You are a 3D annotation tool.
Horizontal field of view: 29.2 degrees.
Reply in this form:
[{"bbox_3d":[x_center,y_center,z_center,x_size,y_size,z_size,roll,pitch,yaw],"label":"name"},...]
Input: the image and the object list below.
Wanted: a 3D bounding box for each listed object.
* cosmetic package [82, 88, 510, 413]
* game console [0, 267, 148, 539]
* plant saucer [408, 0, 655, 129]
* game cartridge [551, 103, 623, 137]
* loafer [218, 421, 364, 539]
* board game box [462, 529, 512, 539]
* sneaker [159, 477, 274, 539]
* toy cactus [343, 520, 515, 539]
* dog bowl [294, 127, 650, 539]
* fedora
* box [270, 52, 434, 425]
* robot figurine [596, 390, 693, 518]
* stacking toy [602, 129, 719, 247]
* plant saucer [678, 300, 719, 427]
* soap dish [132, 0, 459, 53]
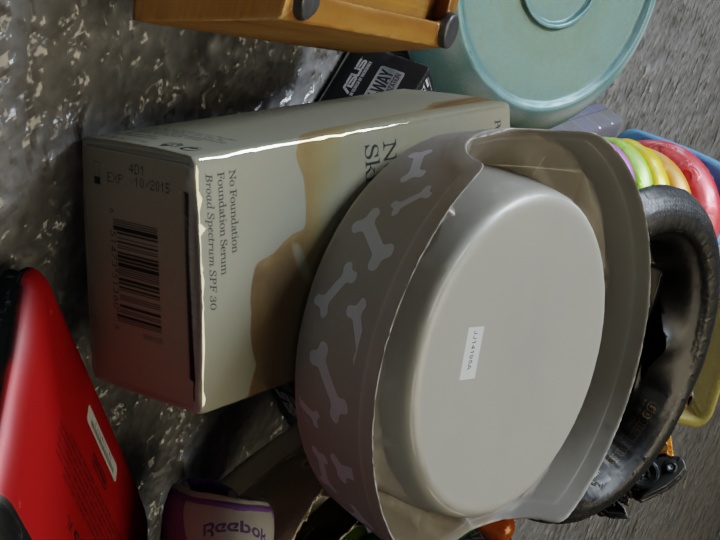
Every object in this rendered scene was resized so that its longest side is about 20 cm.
[{"bbox_3d":[-0.020,-0.017,0.603,0.199,0.071,0.106,-18,113,-45],"label":"cosmetic package"},{"bbox_3d":[-0.165,0.125,0.545,0.201,0.117,0.174,82,5,-50],"label":"game console"},{"bbox_3d":[0.108,-0.172,0.786,0.199,0.027,0.202,-15,116,-32],"label":"plant saucer"},{"bbox_3d":[0.106,-0.018,0.961,0.129,0.038,0.201,-28,146,-56],"label":"game cartridge"},{"bbox_3d":[0.001,0.098,0.720,0.200,0.067,0.076,-43,150,-2],"label":"loafer"},{"bbox_3d":[0.116,0.262,0.914,0.043,0.199,0.201,-26,126,-5],"label":"board game box"},{"bbox_3d":[-0.079,0.167,0.674,0.201,0.072,0.115,130,-35,-55],"label":"sneaker"},{"bbox_3d":[0.013,0.188,0.777,0.102,0.199,0.166,37,43,-30],"label":"toy cactus"},{"bbox_3d":[0.050,0.032,0.600,0.199,0.058,0.202,-20,118,-45],"label":"dog bowl"},{"bbox_3d":[0.119,0.038,0.787,0.199,0.091,0.203,-23,125,-37],"label":"fedora"},{"bbox_3d":[0.000,0.000,0.768,0.159,0.049,0.200,-60,155,-20],"label":"box"},{"bbox_3d":[0.114,0.094,0.887,0.058,0.198,0.147,54,30,-63],"label":"robot figurine"},{"bbox_3d":[0.147,-0.045,0.860,0.199,0.109,0.117,19,99,-52],"label":"stacking toy"},{"bbox_3d":[0.194,0.008,1.067,0.049,0.198,0.202,-80,180,-66],"label":"plant saucer"},{"bbox_3d":[-0.008,-0.168,0.568,0.200,0.081,0.159,-12,120,-65],"label":"soap dish"}]
